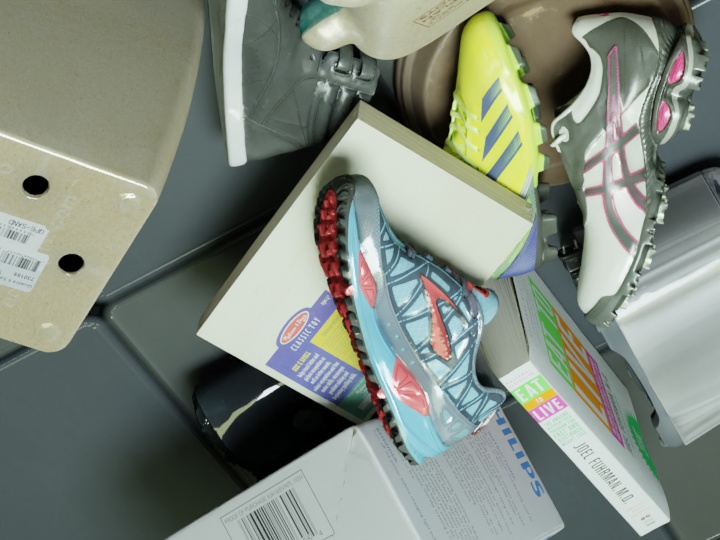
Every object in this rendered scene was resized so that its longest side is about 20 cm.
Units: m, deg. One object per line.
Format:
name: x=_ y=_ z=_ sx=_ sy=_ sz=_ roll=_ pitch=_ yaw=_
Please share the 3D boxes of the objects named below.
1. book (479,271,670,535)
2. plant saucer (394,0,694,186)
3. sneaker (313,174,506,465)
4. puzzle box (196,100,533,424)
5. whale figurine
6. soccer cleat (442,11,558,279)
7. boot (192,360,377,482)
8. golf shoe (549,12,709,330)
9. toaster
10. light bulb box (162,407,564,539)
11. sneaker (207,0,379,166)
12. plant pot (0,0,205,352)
book: x=0.141 y=0.082 z=1.484 sx=0.048 sy=0.134 sz=0.200 roll=-32 pitch=129 yaw=14
plant saucer: x=0.121 y=-0.129 z=1.372 sx=0.199 sy=0.030 sz=0.201 roll=-7 pitch=130 yaw=-8
sneaker: x=0.034 y=0.019 z=1.322 sx=0.095 sy=0.079 sz=0.201 roll=-24 pitch=120 yaw=-7
puzzle box: x=0.000 y=0.000 z=1.359 sx=0.133 sy=0.025 sz=0.200 roll=30 pitch=121 yaw=-15
whale figurine: x=0.022 y=-0.189 z=1.207 sx=0.159 sy=0.200 sz=0.104 roll=-32 pitch=84 yaw=18
soccer cleat: x=0.077 y=-0.072 z=1.350 sx=0.083 sy=0.065 sz=0.201 roll=-10 pitch=131 yaw=2
boot: x=-0.044 y=0.059 z=1.461 sx=0.168 sy=0.077 sz=0.200 roll=-28 pitch=136 yaw=7
golf shoe: x=0.157 y=-0.065 z=1.351 sx=0.088 sy=0.077 sz=0.201 roll=13 pitch=102 yaw=2
toaster: x=0.225 y=0.017 z=1.465 sx=0.129 sy=0.114 sz=0.200 roll=-28 pitch=126 yaw=7
light bulb box: x=0.001 y=0.184 z=1.467 sx=0.198 sy=0.125 sz=0.200 roll=-32 pitch=171 yaw=27
sneaker: x=-0.039 y=-0.150 z=1.295 sx=0.099 sy=0.071 sz=0.201 roll=-8 pitch=137 yaw=-8
plant pot: x=-0.211 y=-0.072 z=1.249 sx=0.199 sy=0.177 sz=0.200 roll=20 pitch=122 yaw=-26
